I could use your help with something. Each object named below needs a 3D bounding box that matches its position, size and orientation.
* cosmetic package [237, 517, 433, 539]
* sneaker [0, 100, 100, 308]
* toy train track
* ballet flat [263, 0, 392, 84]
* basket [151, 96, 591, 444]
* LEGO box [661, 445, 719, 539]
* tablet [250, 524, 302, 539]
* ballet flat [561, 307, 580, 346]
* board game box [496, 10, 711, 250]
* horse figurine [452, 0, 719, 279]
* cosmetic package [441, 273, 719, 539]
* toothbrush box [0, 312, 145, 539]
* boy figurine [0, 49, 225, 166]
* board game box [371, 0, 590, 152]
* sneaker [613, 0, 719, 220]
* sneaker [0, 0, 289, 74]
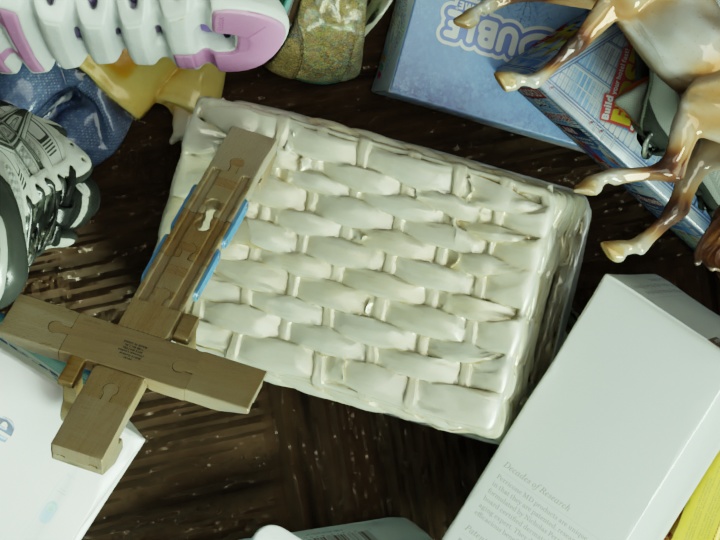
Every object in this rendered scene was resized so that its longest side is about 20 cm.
[{"bbox_3d":[-0.004,0.239,1.185,0.101,0.074,0.202,-6,99,-14],"label":"cosmetic package"},{"bbox_3d":[-0.153,-0.036,0.995,0.087,0.200,0.076,9,110,-19],"label":"sneaker"},{"bbox_3d":[-0.083,0.015,0.986,0.114,0.033,0.201,17,49,10],"label":"toy train track"},{"bbox_3d":[0.005,-0.190,1.149,0.070,0.071,0.201,17,96,-15],"label":"ballet flat"},{"bbox_3d":[0.000,0.000,1.100,0.199,0.123,0.137,15,91,11],"label":"basket"},{"bbox_3d":[0.201,0.139,1.193,0.148,0.077,0.201,22,90,-46],"label":"LEGO box"},{"bbox_3d":[-0.001,0.230,1.142,0.199,0.014,0.131,33,87,-16],"label":"tablet"},{"bbox_3d":[0.109,0.056,1.194,0.068,0.075,0.200,-44,104,-5],"label":"ballet flat"},{"bbox_3d":[0.183,-0.103,1.161,0.199,0.062,0.201,25,91,-17],"label":"board game box"},{"bbox_3d":[0.137,-0.092,1.036,0.132,0.050,0.201,-32,81,-2],"label":"horse figurine"},{"bbox_3d":[0.111,0.104,1.093,0.081,0.113,0.201,32,98,17],"label":"cosmetic package"},{"bbox_3d":[-0.193,0.058,1.052,0.146,0.200,0.086,34,87,-16],"label":"toothbrush box"},{"bbox_3d":[-0.114,-0.113,1.127,0.200,0.064,0.124,-43,98,-4],"label":"boy figurine"},{"bbox_3d":[0.126,-0.164,1.193,0.199,0.043,0.201,14,93,-16],"label":"board game box"},{"bbox_3d":[0.171,-0.062,1.101,0.079,0.074,0.202,-19,95,-1],"label":"sneaker"},{"bbox_3d":[-0.132,-0.146,1.063,0.198,0.081,0.089,1,71,-1],"label":"sneaker"}]
